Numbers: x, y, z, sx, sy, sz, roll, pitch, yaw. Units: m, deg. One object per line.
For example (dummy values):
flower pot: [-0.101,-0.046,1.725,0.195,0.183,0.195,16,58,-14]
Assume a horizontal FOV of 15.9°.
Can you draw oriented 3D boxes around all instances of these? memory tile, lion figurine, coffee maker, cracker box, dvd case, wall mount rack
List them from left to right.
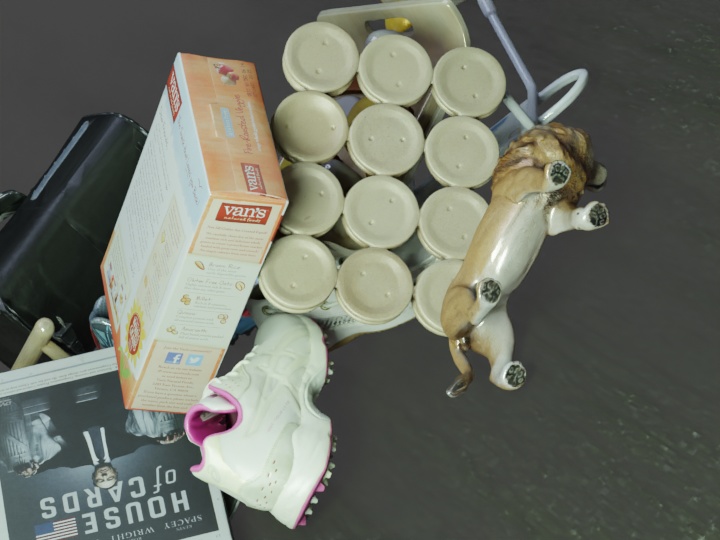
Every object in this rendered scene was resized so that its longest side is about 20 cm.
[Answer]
coffee maker: [-0.218,-0.015,2.089,0.191,0.135,0.200,19,65,39]
dvd case: [-0.171,0.131,1.703,0.149,0.025,0.201,-13,43,-5]
cracker box: [-0.111,-0.022,1.677,0.134,0.057,0.201,-105,28,-43]
memory tile: [0.014,-0.060,1.661,0.017,0.152,0.201,114,163,-70]
wall mount rack: [0.063,-0.108,1.809,0.200,0.075,0.174,-37,15,15]
lion figurine: [0.091,-0.008,1.600,0.200,0.072,0.122,-54,17,-10]

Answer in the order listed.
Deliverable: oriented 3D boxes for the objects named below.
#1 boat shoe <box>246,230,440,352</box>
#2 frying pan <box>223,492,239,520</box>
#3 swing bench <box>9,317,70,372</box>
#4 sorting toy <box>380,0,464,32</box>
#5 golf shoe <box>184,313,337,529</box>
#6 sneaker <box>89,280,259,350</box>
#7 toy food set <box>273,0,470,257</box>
boat shoe: [0.000,0.000,1.736,0.199,0.069,0.071,-29,25,32]
frying pan: [-0.100,0.137,1.736,0.190,0.031,0.115,-52,25,-8]
swing bench: [-0.276,0.161,1.865,0.200,0.130,0.199,-21,33,54]
sorting toy: [0.027,-0.296,2.045,0.199,0.180,0.107,-24,30,40]
golf shoe: [-0.066,0.082,1.662,0.200,0.091,0.076,-97,27,-60]
sneaker: [-0.117,0.008,1.886,0.200,0.096,0.079,-39,24,15]
toy food set: [-0.021,-0.094,1.741,0.143,0.060,0.201,0,56,49]
